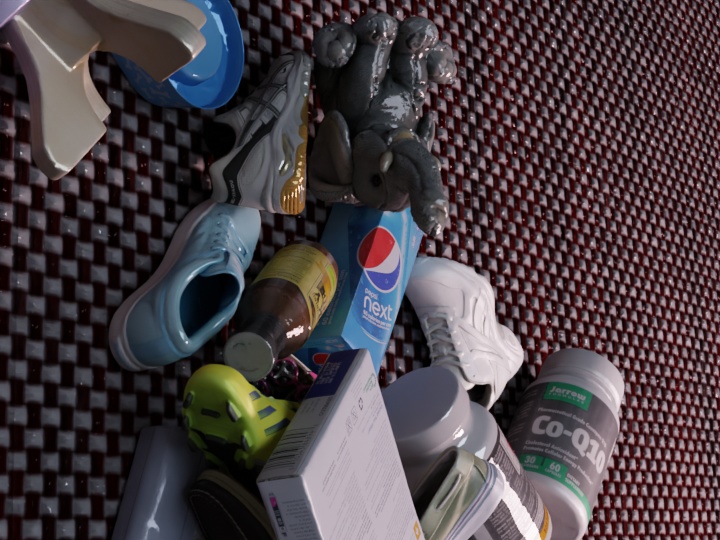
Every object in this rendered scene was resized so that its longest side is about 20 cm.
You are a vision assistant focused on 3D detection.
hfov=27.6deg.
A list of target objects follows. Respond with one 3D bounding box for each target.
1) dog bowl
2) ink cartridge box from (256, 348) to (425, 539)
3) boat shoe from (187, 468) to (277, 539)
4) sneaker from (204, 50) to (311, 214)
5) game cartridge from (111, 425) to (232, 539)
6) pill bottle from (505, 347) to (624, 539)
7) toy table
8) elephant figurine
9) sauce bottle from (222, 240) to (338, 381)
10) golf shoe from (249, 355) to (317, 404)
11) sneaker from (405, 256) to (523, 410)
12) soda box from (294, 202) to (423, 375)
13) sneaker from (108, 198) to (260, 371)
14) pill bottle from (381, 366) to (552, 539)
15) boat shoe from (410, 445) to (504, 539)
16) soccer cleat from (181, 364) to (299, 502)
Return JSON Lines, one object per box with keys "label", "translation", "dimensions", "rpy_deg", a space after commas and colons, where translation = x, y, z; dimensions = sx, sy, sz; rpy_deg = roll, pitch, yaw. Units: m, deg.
{"label": "dog bowl", "translation": [-0.167, -0.215, 1.151], "dimensions": [0.201, 0.049, 0.112], "rpy_deg": [60, 40, -29]}
{"label": "ink cartridge box", "translation": [-0.007, 0.192, 1.123], "dimensions": [0.197, 0.043, 0.202], "rpy_deg": [-58, 136, -63]}
{"label": "boat shoe", "translation": [-0.075, 0.244, 1.096], "dimensions": [0.065, 0.073, 0.201], "rpy_deg": [-37, 101, -33]}
{"label": "sneaker", "translation": [-0.086, -0.125, 1.227], "dimensions": [0.201, 0.087, 0.076], "rpy_deg": [-88, 180, -53]}
{"label": "game cartridge", "translation": [-0.110, 0.207, 1.152], "dimensions": [0.200, 0.041, 0.134], "rpy_deg": [41, 55, -43]}
{"label": "pill bottle", "translation": [0.209, 0.184, 1.547], "dimensions": [0.114, 0.112, 0.201], "rpy_deg": [58, 40, -29]}
{"label": "toy table", "translation": [-0.196, -0.159, 1.006], "dimensions": [0.117, 0.183, 0.200], "rpy_deg": [48, 63, -16]}
{"label": "elephant figurine", "translation": [0.015, -0.109, 1.268], "dimensions": [0.155, 0.140, 0.202], "rpy_deg": [34, 51, -71]}
{"label": "sauce bottle", "translation": [-0.066, 0.033, 1.178], "dimensions": [0.200, 0.064, 0.065], "rpy_deg": [-60, 132, -67]}
{"label": "golf shoe", "translation": [-0.042, 0.137, 1.250], "dimensions": [0.201, 0.072, 0.092], "rpy_deg": [57, 7, -22]}
{"label": "sneaker", "translation": [0.096, 0.069, 1.445], "dimensions": [0.200, 0.077, 0.100], "rpy_deg": [51, 48, -35]}
{"label": "soda box", "translation": [0.000, 0.000, 1.326], "dimensions": [0.064, 0.067, 0.201], "rpy_deg": [50, 46, -37]}
{"label": "sneaker", "translation": [-0.113, 0.007, 1.149], "dimensions": [0.074, 0.081, 0.201], "rpy_deg": [60, 40, -29]}
{"label": "pill bottle", "translation": [0.092, 0.193, 1.372], "dimensions": [0.201, 0.116, 0.117], "rpy_deg": [59, 40, -29]}
{"label": "boat shoe", "translation": [0.042, 0.237, 1.278], "dimensions": [0.062, 0.072, 0.201], "rpy_deg": [38, 90, -23]}
{"label": "soccer cleat", "translation": [-0.078, 0.121, 1.110], "dimensions": [0.084, 0.064, 0.201], "rpy_deg": [-63, 147, -30]}
